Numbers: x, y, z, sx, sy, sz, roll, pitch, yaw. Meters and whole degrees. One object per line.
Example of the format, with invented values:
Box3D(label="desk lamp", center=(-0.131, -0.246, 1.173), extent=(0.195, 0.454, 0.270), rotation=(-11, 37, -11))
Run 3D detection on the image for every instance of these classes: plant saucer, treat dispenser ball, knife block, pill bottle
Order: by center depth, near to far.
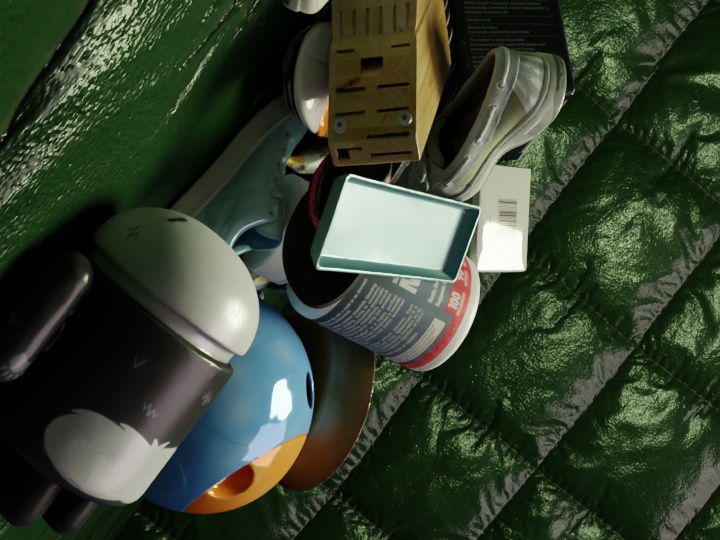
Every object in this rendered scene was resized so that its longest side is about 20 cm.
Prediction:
Box3D(label="knife block", center=(0.033, -0.161, 0.671), extent=(0.175, 0.063, 0.205), rotation=(28, 62, -70))
Box3D(label="plant saucer", center=(0.031, -0.030, 0.690), extent=(0.198, 0.019, 0.071), rotation=(5, 107, -55))
Box3D(label="pill bottle", center=(0.000, 0.000, 0.798), extent=(0.119, 0.198, 0.121), rotation=(-41, -146, 36))
Box3D(label="treat dispenser ball", center=(-0.140, 0.115, 0.800), extent=(0.202, 0.200, 0.201), rotation=(-52, 180, -1))
Box3D(label="plant saucer", center=(-0.062, 0.118, 0.899), extent=(0.199, 0.035, 0.204), rotation=(-28, -127, 43))

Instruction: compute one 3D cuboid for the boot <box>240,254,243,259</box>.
Box3D(label="boot", center=(-0.105, -0.040, 1.179), extent=(0.201, 0.068, 0.189), rotation=(-53, 180, 31))

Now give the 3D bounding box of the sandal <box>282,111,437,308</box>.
Box3D(label="sandal", center=(-0.006, -0.069, 0.690), extent=(0.203, 0.074, 0.045), rotation=(-63, 166, -4))

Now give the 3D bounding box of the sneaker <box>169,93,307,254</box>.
Box3D(label="sneaker", center=(-0.086, -0.058, 0.722), extent=(0.201, 0.081, 0.074), rotation=(-53, -179, -23))

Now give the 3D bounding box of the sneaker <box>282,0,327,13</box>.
Box3D(label="sneaker", center=(0.030, -0.221, 0.510), extent=(0.201, 0.081, 0.075), rotation=(-52, -179, -9))

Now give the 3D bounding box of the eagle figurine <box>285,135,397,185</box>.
Box3D(label="eagle figurine", center=(-0.032, -0.093, 0.897), extent=(0.153, 0.148, 0.203), rotation=(-109, -142, -56))

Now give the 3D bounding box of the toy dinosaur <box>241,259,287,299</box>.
Box3D(label="toy dinosaur", center=(-0.123, 0.019, 1.018), extent=(0.179, 0.107, 0.200), rotation=(-22, -174, 14))

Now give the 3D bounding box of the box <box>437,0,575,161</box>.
Box3D(label="box", center=(0.112, -0.223, 0.829), extent=(0.148, 0.102, 0.205), rotation=(124, -38, -72))

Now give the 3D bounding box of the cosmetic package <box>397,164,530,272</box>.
Box3D(label="cosmetic package", center=(0.079, -0.057, 0.941), extent=(0.084, 0.110, 0.198), rotation=(-1, -177, -41))

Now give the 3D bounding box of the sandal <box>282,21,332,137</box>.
Box3D(label="sandal", center=(-0.026, -0.149, 0.720), extent=(0.081, 0.058, 0.206), rotation=(-69, 164, 6))

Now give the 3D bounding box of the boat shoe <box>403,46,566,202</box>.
Box3D(label="boat shoe", center=(0.083, -0.113, 0.709), extent=(0.202, 0.064, 0.076), rotation=(145, -47, -59))

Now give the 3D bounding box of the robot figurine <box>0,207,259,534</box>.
Box3D(label="robot figurine", center=(-0.150, 0.057, 0.541), extent=(0.201, 0.124, 0.150), rotation=(-53, -170, -4))
